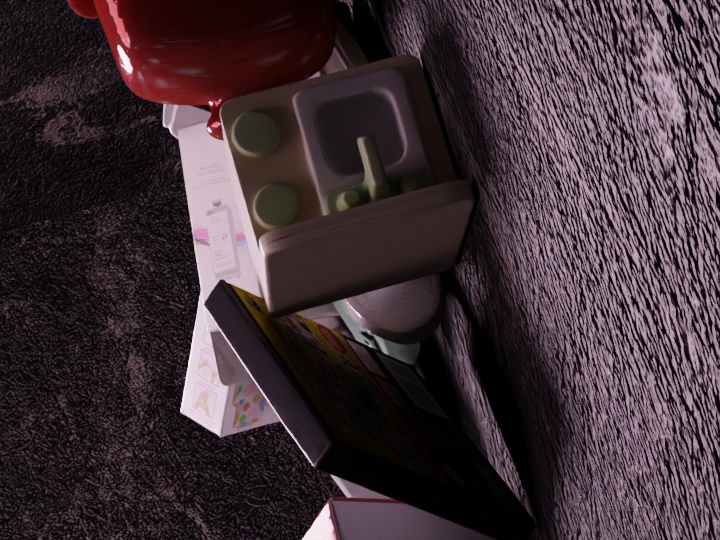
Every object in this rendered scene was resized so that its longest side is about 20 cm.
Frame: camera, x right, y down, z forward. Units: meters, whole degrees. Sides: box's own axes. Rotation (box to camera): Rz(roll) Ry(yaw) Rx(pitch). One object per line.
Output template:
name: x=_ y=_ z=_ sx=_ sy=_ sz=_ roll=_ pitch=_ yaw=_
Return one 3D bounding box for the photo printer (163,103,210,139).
photo printer: x=-0.112 y=-0.222 z=1.756 sx=0.200 sy=0.069 sz=0.167 roll=-82 pitch=9 yaw=-58

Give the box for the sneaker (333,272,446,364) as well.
sneaker: x=0.031 y=0.030 z=1.485 sx=0.118 sy=0.074 sz=0.200 roll=59 pitch=174 yaw=-28

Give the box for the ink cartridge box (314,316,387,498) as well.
ink cartridge box: x=-0.005 y=0.123 z=1.673 sx=0.147 sy=0.083 sz=0.200 roll=57 pitch=174 yaw=-36

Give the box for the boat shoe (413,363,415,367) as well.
boat shoe: x=0.000 y=0.000 z=1.672 sx=0.072 sy=0.067 sz=0.200 roll=-116 pitch=11 yaw=-64

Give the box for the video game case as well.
video game case: x=0.004 y=0.093 z=1.341 sx=0.181 sy=0.026 sz=0.200 roll=26 pitch=-165 yaw=-36

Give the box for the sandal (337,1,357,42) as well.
sandal: x=-0.027 y=-0.150 z=1.552 sx=0.201 sy=0.057 sz=0.080 roll=140 pitch=114 yaw=-85

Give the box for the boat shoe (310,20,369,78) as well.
boat shoe: x=-0.018 y=-0.082 z=1.408 sx=0.072 sy=0.068 sz=0.200 roll=-37 pitch=69 yaw=66

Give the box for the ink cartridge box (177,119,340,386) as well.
ink cartridge box: x=-0.065 y=-0.018 z=1.568 sx=0.067 sy=0.116 sz=0.201 roll=-10 pitch=88 yaw=40

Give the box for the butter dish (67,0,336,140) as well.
butter dish: x=-0.089 y=-0.156 z=1.325 sx=0.199 sy=0.199 sz=0.148 roll=101 pitch=159 yaw=-80

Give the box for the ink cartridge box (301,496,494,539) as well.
ink cartridge box: x=0.007 y=0.255 z=1.471 sx=0.200 sy=0.145 sz=0.083 roll=-57 pitch=40 yaw=38

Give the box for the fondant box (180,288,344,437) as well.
fondant box: x=-0.073 y=0.032 z=1.776 sx=0.058 sy=0.144 sz=0.200 roll=25 pitch=114 yaw=36

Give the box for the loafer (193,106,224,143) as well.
loafer: x=-0.067 y=-0.113 z=1.480 sx=0.076 sy=0.200 sz=0.068 roll=-1 pitch=62 yaw=65

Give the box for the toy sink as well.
toy sink: x=-0.012 y=-0.056 z=1.269 sx=0.200 sy=0.130 sz=0.112 roll=93 pitch=161 yaw=-78
